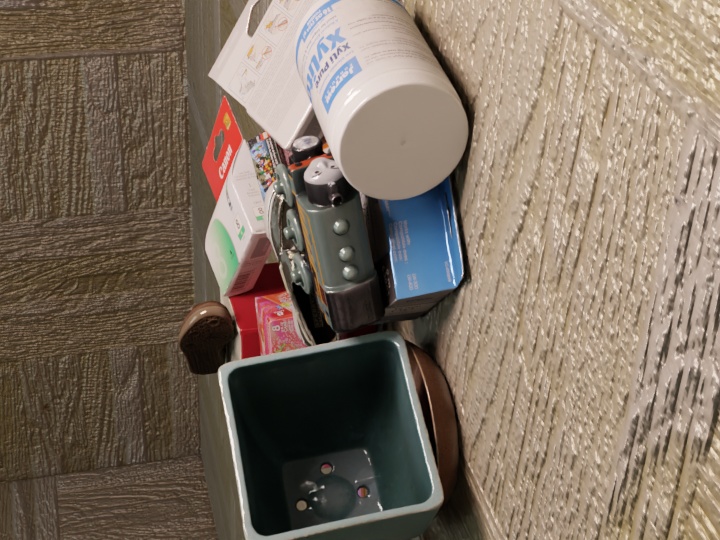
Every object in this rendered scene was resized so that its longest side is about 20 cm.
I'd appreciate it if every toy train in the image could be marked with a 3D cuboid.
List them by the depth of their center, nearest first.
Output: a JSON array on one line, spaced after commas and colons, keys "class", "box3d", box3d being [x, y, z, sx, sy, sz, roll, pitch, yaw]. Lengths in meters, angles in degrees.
[{"class": "toy train", "box3d": [-0.028, -0.034, 1.186, 0.114, 0.085, 0.201, -129, 25, -55]}]

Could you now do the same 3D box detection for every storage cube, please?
[{"class": "storage cube", "box3d": [-0.087, 0.099, 1.570, 0.200, 0.178, 0.172, -117, 25, -58]}]

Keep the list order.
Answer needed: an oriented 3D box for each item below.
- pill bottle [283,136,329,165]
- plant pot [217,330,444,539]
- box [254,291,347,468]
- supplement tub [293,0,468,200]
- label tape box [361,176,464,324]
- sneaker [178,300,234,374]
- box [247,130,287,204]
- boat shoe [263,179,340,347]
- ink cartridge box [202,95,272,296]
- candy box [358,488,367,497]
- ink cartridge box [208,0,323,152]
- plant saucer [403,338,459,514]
[{"class": "pill bottle", "box3d": [-0.040, -0.162, 1.405, 0.115, 0.113, 0.201, 98, 160, -44]}, {"class": "plant pot", "box3d": [-0.031, 0.211, 1.244, 0.200, 0.195, 0.197, 89, 169, -59]}, {"class": "box", "box3d": [-0.066, 0.131, 1.423, 0.100, 0.095, 0.202, -133, 37, -68]}, {"class": "supplement tub", "box3d": [0.015, -0.176, 1.138, 0.201, 0.131, 0.133, -112, 21, -50]}, {"class": "label tape box", "box3d": [0.044, -0.034, 1.217, 0.200, 0.066, 0.145, 128, 135, -73]}, {"class": "sneaker", "box3d": [-0.206, 0.070, 1.526, 0.200, 0.070, 0.076, 113, 149, -63]}, {"class": "box", "box3d": [-0.061, -0.069, 1.462, 0.200, 0.038, 0.137, 46, -161, -46]}, {"class": "boat shoe", "box3d": [-0.056, -0.005, 1.308, 0.064, 0.070, 0.202, -144, 38, -74]}, {"class": "ink cartridge box", "box3d": [-0.171, -0.092, 1.489, 0.201, 0.050, 0.161, 64, 151, 20]}, {"class": "candy box", "box3d": [0.014, 0.226, 1.467, 0.117, 0.056, 0.202, -128, 36, -66]}, {"class": "ink cartridge box", "box3d": [-0.068, -0.258, 1.322, 0.176, 0.045, 0.201, 45, 110, 38]}, {"class": "plant saucer", "box3d": [0.067, 0.171, 1.267, 0.200, 0.036, 0.202, 174, 90, -77]}]
